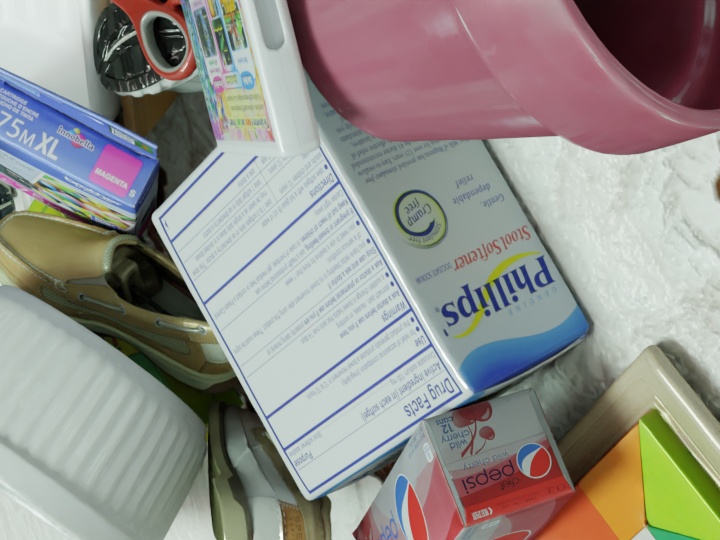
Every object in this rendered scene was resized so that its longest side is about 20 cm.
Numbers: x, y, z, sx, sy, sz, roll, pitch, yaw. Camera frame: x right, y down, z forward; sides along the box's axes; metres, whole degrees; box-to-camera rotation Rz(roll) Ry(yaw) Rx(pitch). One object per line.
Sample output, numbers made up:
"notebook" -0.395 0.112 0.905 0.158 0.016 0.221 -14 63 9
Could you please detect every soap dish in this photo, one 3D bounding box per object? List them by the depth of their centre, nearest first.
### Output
"soap dish" -0.199 -0.182 1.256 0.199 0.081 0.159 22 125 41

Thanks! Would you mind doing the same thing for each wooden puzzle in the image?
"wooden puzzle" 0.163 0.164 1.051 0.186 0.037 0.200 52 140 16

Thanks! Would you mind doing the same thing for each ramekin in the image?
"ramekin" -0.189 0.097 1.215 0.199 0.105 0.200 33 167 9

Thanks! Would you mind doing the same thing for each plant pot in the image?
"plant pot" 0.069 -0.139 0.859 0.178 0.199 0.202 -14 99 46

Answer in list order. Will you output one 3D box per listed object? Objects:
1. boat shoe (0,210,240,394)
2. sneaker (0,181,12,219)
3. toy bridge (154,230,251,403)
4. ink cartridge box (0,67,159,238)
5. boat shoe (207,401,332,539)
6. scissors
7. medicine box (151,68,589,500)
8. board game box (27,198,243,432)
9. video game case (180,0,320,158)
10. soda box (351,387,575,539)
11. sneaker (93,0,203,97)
"boat shoe" -0.153 0.002 1.237 0.199 0.072 0.076 23 147 17
"sneaker" -0.302 -0.085 1.448 0.087 0.077 0.201 54 135 32
"toy bridge" -0.073 0.044 1.271 0.200 0.027 0.067 52 141 15
"ink cartridge box" -0.185 -0.069 1.223 0.119 0.042 0.200 28 167 -3
"boat shoe" -0.059 0.136 1.213 0.200 0.068 0.076 -115 21 -70
"scissors" -0.150 -0.182 1.137 0.199 0.014 0.074 37 114 27
"medicine box" 0.000 0.000 1.102 0.201 0.102 0.182 60 142 7
"board game box" -0.170 0.039 1.365 0.201 0.047 0.102 57 142 10
"video game case" -0.067 -0.147 0.944 0.200 0.023 0.184 -162 57 -77
"soda box" 0.053 0.137 1.088 0.200 0.069 0.064 113 138 -63
"sneaker" -0.061 -0.144 1.133 0.199 0.079 0.075 -6 86 35
